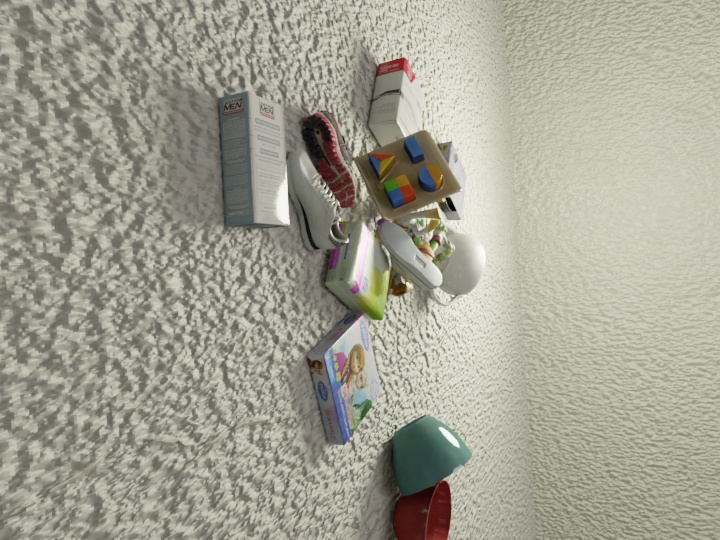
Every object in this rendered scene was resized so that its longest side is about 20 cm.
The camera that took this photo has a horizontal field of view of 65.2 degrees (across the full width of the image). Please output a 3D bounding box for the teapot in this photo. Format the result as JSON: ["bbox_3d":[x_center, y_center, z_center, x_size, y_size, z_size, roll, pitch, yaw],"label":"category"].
[{"bbox_3d":[0.265,-0.023,1.675,0.144,0.199,0.201,16,24,-25],"label":"teapot"}]

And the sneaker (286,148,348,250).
[{"bbox_3d":[-0.081,-0.136,1.067,0.076,0.079,0.202,-50,129,-51],"label":"sneaker"}]

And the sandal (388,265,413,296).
[{"bbox_3d":[0.095,0.030,1.426,0.070,0.077,0.212,-50,166,-1],"label":"sandal"}]

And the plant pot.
[{"bbox_3d":[0.155,0.439,1.386,0.136,0.199,0.199,61,25,11],"label":"plant pot"}]

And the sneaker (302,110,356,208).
[{"bbox_3d":[-0.049,-0.224,1.140,0.075,0.079,0.203,-52,132,-55],"label":"sneaker"}]

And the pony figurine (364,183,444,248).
[{"bbox_3d":[0.096,-0.152,1.340,0.166,0.198,0.196,29,46,-51],"label":"pony figurine"}]

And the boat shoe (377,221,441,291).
[{"bbox_3d":[0.099,-0.024,1.284,0.200,0.065,0.074,48,46,-14],"label":"boat shoe"}]

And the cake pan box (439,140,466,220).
[{"bbox_3d":[0.301,-0.293,1.879,0.184,0.052,0.203,46,47,-50],"label":"cake pan box"}]

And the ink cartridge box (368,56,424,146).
[{"bbox_3d":[0.094,-0.410,1.441,0.145,0.082,0.203,45,49,-53],"label":"ink cartridge box"}]

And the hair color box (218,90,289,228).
[{"bbox_3d":[-0.170,-0.173,0.913,0.099,0.060,0.204,-3,90,-64],"label":"hair color box"}]

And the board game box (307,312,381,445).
[{"bbox_3d":[-0.027,0.219,1.176,0.199,0.041,0.203,-41,123,-58],"label":"board game box"}]

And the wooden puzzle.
[{"bbox_3d":[0.105,-0.223,1.264,0.046,0.197,0.187,87,-20,-64],"label":"wooden puzzle"}]

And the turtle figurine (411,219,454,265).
[{"bbox_3d":[0.175,-0.085,1.496,0.202,0.142,0.195,63,25,-27],"label":"turtle figurine"}]

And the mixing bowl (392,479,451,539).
[{"bbox_3d":[0.148,0.616,1.400,0.199,0.107,0.204,-7,97,-62],"label":"mixing bowl"}]

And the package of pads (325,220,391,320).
[{"bbox_3d":[0.000,0.000,1.224,0.200,0.067,0.157,51,44,-54],"label":"package of pads"}]
